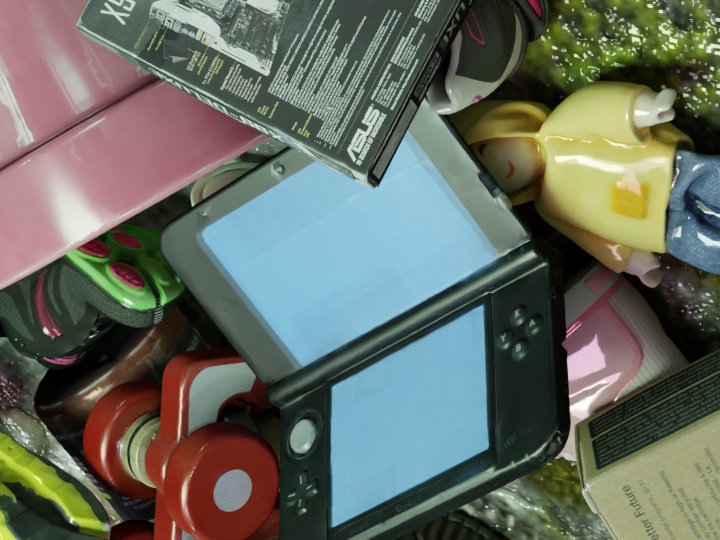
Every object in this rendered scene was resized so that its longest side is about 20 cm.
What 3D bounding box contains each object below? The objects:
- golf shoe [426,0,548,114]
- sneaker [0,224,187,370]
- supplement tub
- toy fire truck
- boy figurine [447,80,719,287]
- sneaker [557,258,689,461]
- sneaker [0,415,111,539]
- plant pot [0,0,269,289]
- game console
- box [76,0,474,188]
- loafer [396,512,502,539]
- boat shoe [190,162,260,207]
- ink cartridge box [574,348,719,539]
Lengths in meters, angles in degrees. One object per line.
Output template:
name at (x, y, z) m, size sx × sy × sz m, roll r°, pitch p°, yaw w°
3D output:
golf shoe at (0.001, -0.163, 1.321) m, size 0.200 × 0.088 × 0.077 m, roll 39°, pitch 138°, yaw -3°
sneaker at (-0.157, 0.016, 1.540) m, size 0.200 × 0.077 × 0.084 m, roll 7°, pitch 99°, yaw 59°
supplement tub at (-0.097, 0.119, 1.610) m, size 0.107 × 0.107 × 0.200 m, roll -21°, pitch 114°, yaw 41°
toy fire truck at (-0.060, 0.138, 1.522) m, size 0.112 × 0.168 × 0.201 m, roll 20°, pitch 110°, yaw 51°
boy figurine at (0.132, -0.047, 1.359) m, size 0.199 × 0.065 × 0.125 m, roll 20°, pitch 138°, yaw 12°
sneaker at (0.103, 0.083, 1.477) m, size 0.105 × 0.075 × 0.200 m, roll 45°, pitch 132°, yaw -3°
sneaker at (-0.226, 0.119, 1.515) m, size 0.200 × 0.074 × 0.085 m, roll 45°, pitch 138°, yaw 20°
plant pot at (-0.146, -0.114, 1.390) m, size 0.200 × 0.200 × 0.179 m, roll -27°, pitch 95°, yaw 43°
game console at (-0.004, 0.035, 1.372) m, size 0.116 × 0.176 × 0.200 m, roll 28°, pitch 138°, yaw -35°
box at (-0.017, -0.162, 1.268) m, size 0.157 × 0.200 × 0.050 m, roll 27°, pitch 180°, yaw 8°
loafer at (0.082, 0.211, 1.601) m, size 0.200 × 0.076 × 0.068 m, roll 32°, pitch 130°, yaw 3°
boat shoe at (0.001, -0.002, 1.470) m, size 0.201 × 0.072 × 0.060 m, roll 18°, pitch 134°, yaw 20°
ink cartridge box at (0.227, 0.134, 1.401) m, size 0.164 × 0.075 × 0.200 m, roll -27°, pitch 113°, yaw 11°
